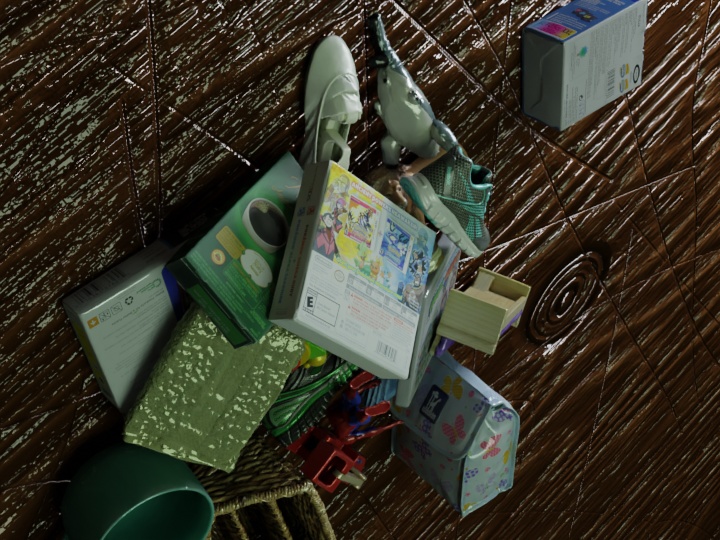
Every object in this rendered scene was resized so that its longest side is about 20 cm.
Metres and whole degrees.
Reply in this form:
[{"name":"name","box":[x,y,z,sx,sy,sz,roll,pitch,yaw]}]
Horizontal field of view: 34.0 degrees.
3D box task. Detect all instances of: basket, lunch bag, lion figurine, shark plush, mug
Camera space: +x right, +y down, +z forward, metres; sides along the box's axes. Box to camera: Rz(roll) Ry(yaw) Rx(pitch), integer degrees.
[{"name":"basket","box":[-0.131,0.327,1.490,0.143,0.149,0.200,-37,138,-22]},{"name":"lunch bag","box":[0.128,0.215,1.665,0.127,0.170,0.200,-23,134,-30]},{"name":"lion figurine","box":[0.079,-0.114,1.475,0.200,0.072,0.123,-46,133,-35]},{"name":"shark plush","box":[0.040,-0.204,1.373,0.200,0.091,0.083,51,31,-29]},{"name":"mug","box":[-0.272,0.272,1.326,0.185,0.114,0.152,-22,137,-27]}]

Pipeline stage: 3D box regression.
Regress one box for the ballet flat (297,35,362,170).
[{"name":"ballet flat","box":[-0.030,-0.160,1.320,0.069,0.069,0.200,-12,124,-41]}]

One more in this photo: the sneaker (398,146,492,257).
[{"name":"sneaker","box":[0.126,-0.081,1.400,0.091,0.078,0.200,-41,151,7]}]

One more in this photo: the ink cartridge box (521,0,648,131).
[{"name":"ink cartridge box","box":[0.309,-0.291,1.571,0.200,0.076,0.137,-30,135,-27]}]

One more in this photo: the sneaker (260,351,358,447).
[{"name":"sneaker","box":[-0.058,0.121,1.478,0.200,0.085,0.078,-50,-173,-32]}]

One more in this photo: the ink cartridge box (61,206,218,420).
[{"name":"ink cartridge box","box":[-0.210,0.058,1.304,0.198,0.047,0.200,-36,140,-26]}]

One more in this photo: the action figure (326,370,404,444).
[{"name":"action figure","box":[0.015,0.170,1.497,0.099,0.065,0.200,-22,167,-21]}]

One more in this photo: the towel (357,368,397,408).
[{"name":"towel","box":[0.048,0.082,1.567,0.112,0.049,0.200,-32,138,-53]}]

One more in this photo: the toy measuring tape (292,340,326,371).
[{"name":"toy measuring tape","box":[-0.117,0.066,1.340,0.200,0.074,0.074,33,91,-37]}]

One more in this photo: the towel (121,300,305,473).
[{"name":"towel","box":[-0.162,0.124,1.293,0.148,0.036,0.200,24,105,-27]}]

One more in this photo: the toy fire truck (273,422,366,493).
[{"name":"toy fire truck","box":[-0.038,0.245,1.533,0.049,0.141,0.200,-53,142,-2]}]

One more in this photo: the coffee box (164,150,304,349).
[{"name":"coffee box","box":[-0.105,-0.024,1.261,0.123,0.044,0.200,51,49,-17]}]

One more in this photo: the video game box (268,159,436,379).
[{"name":"video game box","box":[-0.004,0.003,1.293,0.200,0.047,0.182,32,66,-44]}]

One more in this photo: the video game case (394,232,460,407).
[{"name":"video game case","box":[0.092,0.049,1.531,0.200,0.024,0.182,-59,160,-53]}]

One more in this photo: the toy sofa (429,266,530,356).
[{"name":"toy sofa","box":[0.166,0.066,1.603,0.200,0.083,0.098,-26,135,-71]}]

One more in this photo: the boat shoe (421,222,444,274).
[{"name":"boat shoe","box":[0.001,0.000,1.437,0.201,0.072,0.066,-24,110,5]}]
